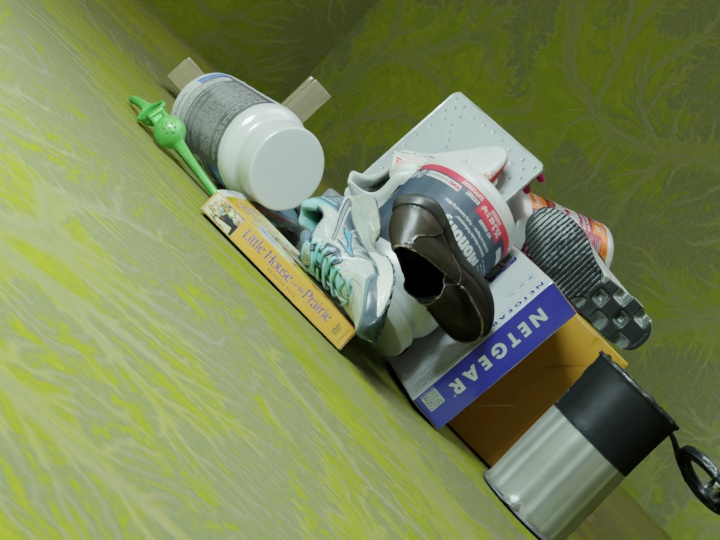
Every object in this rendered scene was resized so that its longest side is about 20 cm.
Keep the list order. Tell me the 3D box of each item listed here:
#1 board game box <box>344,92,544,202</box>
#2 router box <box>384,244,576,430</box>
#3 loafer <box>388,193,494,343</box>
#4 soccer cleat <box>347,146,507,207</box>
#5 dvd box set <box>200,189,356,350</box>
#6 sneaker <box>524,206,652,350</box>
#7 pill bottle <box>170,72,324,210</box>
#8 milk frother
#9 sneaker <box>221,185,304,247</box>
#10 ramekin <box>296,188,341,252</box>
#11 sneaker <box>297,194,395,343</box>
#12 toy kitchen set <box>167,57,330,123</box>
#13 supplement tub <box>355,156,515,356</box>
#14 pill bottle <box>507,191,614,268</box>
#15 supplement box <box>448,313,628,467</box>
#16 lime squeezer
[{"bbox_3d":[0.102,-0.106,1.727,0.200,0.200,0.026,48,-1,44],"label":"board game box"},{"bbox_3d":[0.127,0.066,1.564,0.049,0.200,0.180,49,2,-19],"label":"router box"},{"bbox_3d":[0.073,0.013,1.417,0.072,0.072,0.201,-1,-43,36],"label":"loafer"},{"bbox_3d":[0.078,-0.113,1.664,0.086,0.198,0.069,56,26,-33],"label":"soccer cleat"},{"bbox_3d":[-0.075,-0.003,1.448,0.200,0.029,0.146,46,4,3],"label":"dvd box set"},{"bbox_3d":[0.266,0.013,1.668,0.201,0.074,0.088,53,5,5],"label":"sneaker"},{"bbox_3d":[-0.129,-0.145,1.584,0.114,0.114,0.200,41,-3,-38],"label":"pill bottle"},{"bbox_3d":[0.272,0.228,1.487,0.180,0.188,0.200,38,7,-48],"label":"milk frother"},{"bbox_3d":[-0.105,-0.100,1.655,0.079,0.096,0.200,41,6,-35],"label":"sneaker"},{"bbox_3d":[0.000,0.000,1.726,0.202,0.094,0.202,45,3,-3],"label":"ramekin"},{"bbox_3d":[-0.021,-0.002,1.399,0.085,0.078,0.201,7,36,-17],"label":"sneaker"},{"bbox_3d":[-0.182,-0.297,2.263,0.200,0.180,0.163,48,2,-10],"label":"toy kitchen set"},{"bbox_3d":[0.065,-0.016,1.555,0.140,0.200,0.141,37,-23,19],"label":"supplement tub"},{"bbox_3d":[0.214,-0.040,1.775,0.198,0.110,0.110,21,13,-22],"label":"pill bottle"},{"bbox_3d":[0.209,0.139,1.691,0.133,0.197,0.200,44,3,10],"label":"supplement box"},{"bbox_3d":[-0.218,-0.161,1.567,0.200,0.038,0.071,46,4,32],"label":"lime squeezer"}]
